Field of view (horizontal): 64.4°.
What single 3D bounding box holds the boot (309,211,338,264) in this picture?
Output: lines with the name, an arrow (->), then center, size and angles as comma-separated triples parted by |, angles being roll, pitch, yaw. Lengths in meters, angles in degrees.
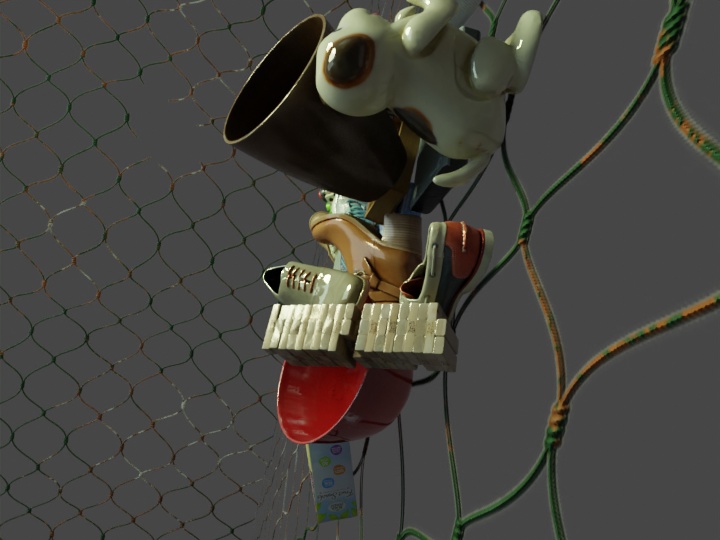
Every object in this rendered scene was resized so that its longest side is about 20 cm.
boot -> -0.045, -0.057, 1.111 | 0.066, 0.175, 0.200 | -42, -4, 1

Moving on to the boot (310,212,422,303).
boot -> 0.000, 0.000, 0.822 | 0.077, 0.199, 0.156 | 14, -99, -58

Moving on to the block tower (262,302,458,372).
block tower -> -0.001, 0.069, 0.597 | 0.058, 0.199, 0.054 | 53, -138, -53

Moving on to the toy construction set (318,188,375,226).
toy construction set -> -0.008, -0.133, 1.100 | 0.131, 0.092, 0.200 | 57, -154, -29

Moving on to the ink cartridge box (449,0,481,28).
ink cartridge box -> 0.077, -0.312, 0.853 | 0.200, 0.041, 0.200 | -50, 13, 6

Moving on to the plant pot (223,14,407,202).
plant pot -> -0.038, -0.180, 0.734 | 0.187, 0.200, 0.188 | -33, 38, 30

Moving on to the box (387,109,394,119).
box -> 0.040, -0.308, 1.055 | 0.149, 0.124, 0.201 | 124, 157, -67

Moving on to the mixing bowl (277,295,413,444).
mixing bowl -> -0.006, 0.131, 0.716 | 0.200, 0.108, 0.201 | -38, 36, 35

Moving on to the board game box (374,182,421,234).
board game box -> 0.052, -0.061, 0.928 | 0.200, 0.036, 0.152 | -143, 65, -81

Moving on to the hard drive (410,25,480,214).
hard drive -> 0.111, -0.191, 0.751 | 0.140, 0.033, 0.201 | 127, 153, -69

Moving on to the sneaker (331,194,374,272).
sneaker -> -0.001, -0.069, 0.959 | 0.086, 0.077, 0.201 | 131, 140, -63

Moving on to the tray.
tray -> 0.059, -0.177, 0.862 | 0.099, 0.037, 0.201 | 127, 162, -61

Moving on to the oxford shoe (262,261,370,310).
oxford shoe -> -0.062, 0.026, 0.709 | 0.200, 0.074, 0.071 | -5, 59, 56

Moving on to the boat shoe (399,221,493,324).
boat shoe -> 0.074, 0.020, 0.610 | 0.200, 0.062, 0.071 | 112, 165, -53

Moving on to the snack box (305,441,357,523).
snack box -> -0.055, 0.254, 0.897 | 0.169, 0.067, 0.201 | -128, 33, -77

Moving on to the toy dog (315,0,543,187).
toy dog -> 0.052, -0.195, 0.590 | 0.140, 0.199, 0.195 | -128, 51, -79
